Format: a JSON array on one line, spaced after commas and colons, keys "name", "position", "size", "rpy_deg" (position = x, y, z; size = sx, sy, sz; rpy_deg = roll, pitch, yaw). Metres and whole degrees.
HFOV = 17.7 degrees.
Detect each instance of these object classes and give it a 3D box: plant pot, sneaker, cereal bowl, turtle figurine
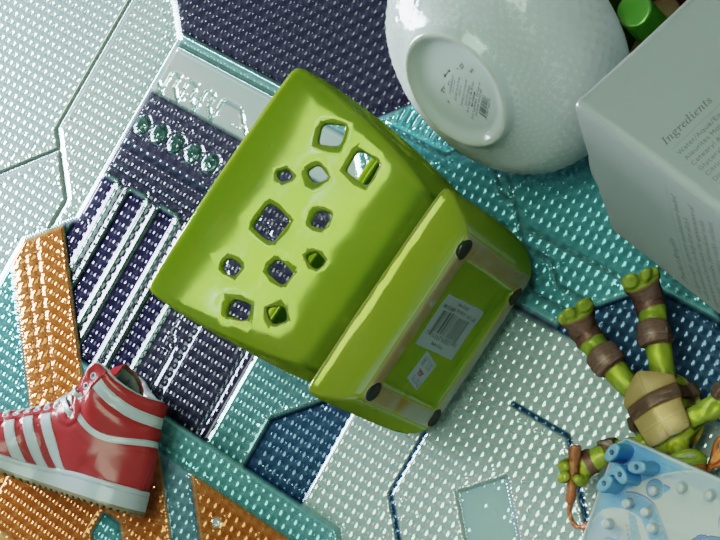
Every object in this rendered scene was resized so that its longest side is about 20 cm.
[{"name": "plant pot", "position": [0.000, 0.000, 1.671], "size": [0.181, 0.200, 0.199], "rpy_deg": [35, 92, 27]}, {"name": "sneaker", "position": [-0.242, 0.117, 1.834], "size": [0.200, 0.071, 0.113], "rpy_deg": [15, 86, 24]}, {"name": "cereal bowl", "position": [0.092, -0.151, 1.657], "size": [0.200, 0.200, 0.083], "rpy_deg": [26, 49, 32]}, {"name": "turtle figurine", "position": [0.212, 0.083, 1.598], "size": [0.200, 0.064, 0.161], "rpy_deg": [-32, 67, 26]}]

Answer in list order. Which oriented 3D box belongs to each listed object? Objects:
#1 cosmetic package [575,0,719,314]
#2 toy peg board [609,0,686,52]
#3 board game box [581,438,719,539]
[{"name": "cosmetic package", "position": [0.277, -0.068, 1.532], "size": [0.165, 0.165, 0.200], "rpy_deg": [-42, 58, -11]}, {"name": "toy peg board", "position": [0.193, -0.249, 1.689], "size": [0.200, 0.098, 0.199], "rpy_deg": [25, 87, 32]}, {"name": "board game box", "position": [0.214, 0.236, 1.517], "size": [0.200, 0.026, 0.200], "rpy_deg": [23, 97, 35]}]
